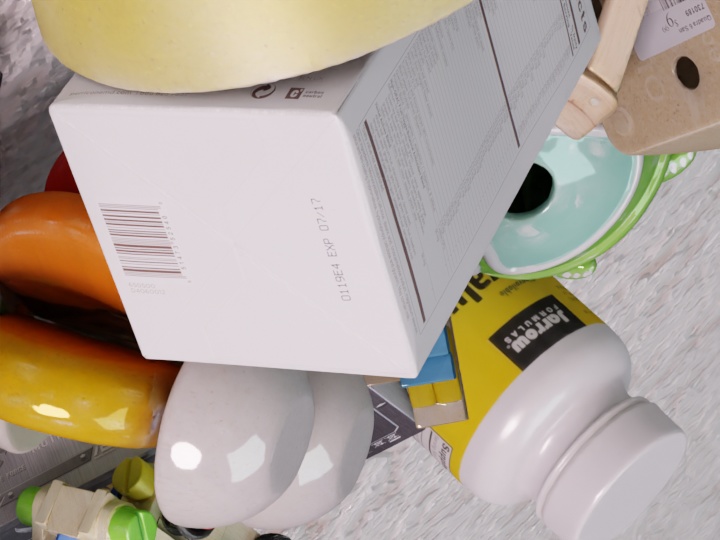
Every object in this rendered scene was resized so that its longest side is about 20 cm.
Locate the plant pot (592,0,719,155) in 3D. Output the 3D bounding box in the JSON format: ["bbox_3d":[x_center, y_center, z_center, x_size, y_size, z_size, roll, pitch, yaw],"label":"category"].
[{"bbox_3d":[0.186,-0.154,1.147,0.177,0.201,0.200,-24,-177,-33],"label":"plant pot"}]

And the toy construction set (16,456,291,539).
[{"bbox_3d":[-0.096,0.158,1.151,0.131,0.092,0.200,-67,151,-20],"label":"toy construction set"}]

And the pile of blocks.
[{"bbox_3d":[0.000,0.000,1.089,0.062,0.082,0.200,-11,126,5],"label":"pile of blocks"}]

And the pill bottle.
[{"bbox_3d":[0.068,0.049,1.335,0.111,0.200,0.111,-39,156,-21],"label":"pill bottle"}]

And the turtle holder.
[{"bbox_3d":[0.054,-0.063,1.238,0.185,0.141,0.132,-17,171,28],"label":"turtle holder"}]

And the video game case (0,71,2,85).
[{"bbox_3d":[-0.232,0.018,0.985,0.200,0.025,0.181,-28,150,-40],"label":"video game case"}]

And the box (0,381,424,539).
[{"bbox_3d":[-0.084,0.082,1.233,0.200,0.048,0.158,-28,158,9],"label":"box"}]

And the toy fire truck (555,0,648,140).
[{"bbox_3d":[0.059,-0.091,1.096,0.049,0.141,0.200,-72,164,-52],"label":"toy fire truck"}]

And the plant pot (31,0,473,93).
[{"bbox_3d":[-0.037,-0.173,0.849,0.200,0.200,0.142,-37,126,-23],"label":"plant pot"}]

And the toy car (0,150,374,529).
[{"bbox_3d":[-0.084,0.013,1.022,0.200,0.175,0.150,21,84,-73],"label":"toy car"}]

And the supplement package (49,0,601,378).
[{"bbox_3d":[-0.004,-0.071,0.920,0.200,0.109,0.114,-59,143,-44],"label":"supplement package"}]
